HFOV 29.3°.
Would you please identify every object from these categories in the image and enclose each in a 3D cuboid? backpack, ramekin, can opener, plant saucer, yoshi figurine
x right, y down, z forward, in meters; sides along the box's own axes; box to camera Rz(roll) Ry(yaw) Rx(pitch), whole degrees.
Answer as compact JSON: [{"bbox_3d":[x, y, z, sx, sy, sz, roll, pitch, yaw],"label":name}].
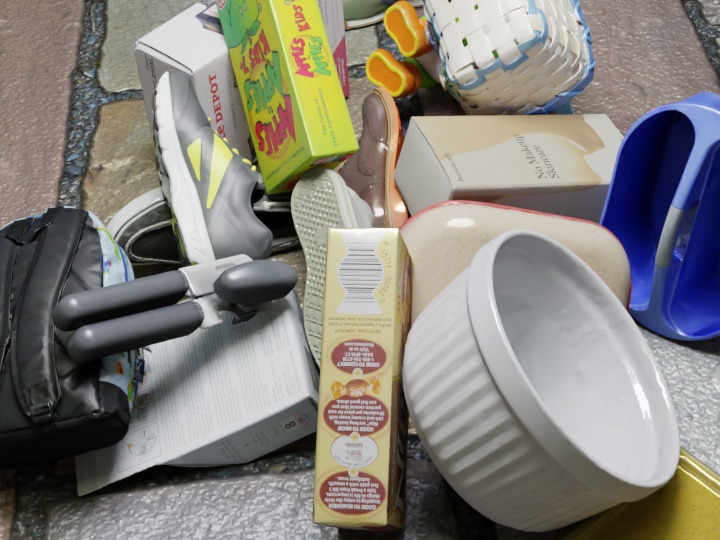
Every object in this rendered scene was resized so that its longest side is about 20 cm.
[{"bbox_3d":[-0.245,0.049,1.085,0.161,0.154,0.203,-15,68,15],"label":"backpack"},{"bbox_3d":[0.118,0.082,0.951,0.105,0.199,0.202,-37,32,30],"label":"ramekin"},{"bbox_3d":[-0.138,0.019,1.042,0.198,0.067,0.053,-16,68,-42],"label":"can opener"},{"bbox_3d":[0.220,0.211,0.927,0.199,0.049,0.199,-33,50,-26],"label":"plant saucer"},{"bbox_3d":[0.090,-0.242,1.379,0.198,0.114,0.112,-18,14,-40],"label":"yoshi figurine"}]

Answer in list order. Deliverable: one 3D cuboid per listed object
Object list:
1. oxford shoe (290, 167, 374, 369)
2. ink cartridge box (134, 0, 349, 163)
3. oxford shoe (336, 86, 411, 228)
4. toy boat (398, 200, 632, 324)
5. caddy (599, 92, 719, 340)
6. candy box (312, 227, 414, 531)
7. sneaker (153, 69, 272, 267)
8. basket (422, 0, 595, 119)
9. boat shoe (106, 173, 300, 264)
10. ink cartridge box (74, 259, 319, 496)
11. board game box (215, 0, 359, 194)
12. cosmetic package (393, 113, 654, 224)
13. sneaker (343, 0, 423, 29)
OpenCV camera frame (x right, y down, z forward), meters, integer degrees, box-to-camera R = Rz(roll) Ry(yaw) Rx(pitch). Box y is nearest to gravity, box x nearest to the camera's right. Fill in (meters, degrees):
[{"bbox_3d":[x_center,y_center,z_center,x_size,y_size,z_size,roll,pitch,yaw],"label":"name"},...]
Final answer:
[{"bbox_3d":[-0.011,0.005,1.120,0.075,0.058,0.202,-29,52,25],"label":"oxford shoe"},{"bbox_3d":[-0.109,-0.193,1.324,0.084,0.146,0.200,30,54,31],"label":"ink cartridge box"},{"bbox_3d":[0.006,-0.097,1.266,0.072,0.072,0.201,-8,43,5],"label":"oxford shoe"},{"bbox_3d":[0.112,0.016,1.108,0.197,0.132,0.131,10,1,-7],"label":"toy boat"},{"bbox_3d":[0.266,-0.042,1.091,0.141,0.202,0.104,30,38,30],"label":"caddy"},{"bbox_3d":[0.005,0.080,0.974,0.054,0.115,0.203,2,78,9],"label":"candy box"},{"bbox_3d":[-0.127,-0.081,1.174,0.083,0.075,0.202,-10,70,-13],"label":"sneaker"},{"bbox_3d":[0.141,-0.209,1.258,0.138,0.199,0.178,-29,61,25],"label":"basket"},{"bbox_3d":[-0.126,-0.039,1.217,0.197,0.071,0.064,-15,42,-12],"label":"boat shoe"},{"bbox_3d":[-0.134,0.093,1.111,0.198,0.057,0.164,-27,43,8],"label":"ink cartridge box"},{"bbox_3d":[-0.068,-0.179,1.189,0.047,0.101,0.203,-10,80,-30],"label":"board game box"},{"bbox_3d":[0.140,-0.078,1.186,0.197,0.072,0.106,-4,43,-24],"label":"cosmetic package"},{"bbox_3d":[0.036,-0.328,1.492,0.197,0.091,0.068,-13,44,-7],"label":"sneaker"}]
